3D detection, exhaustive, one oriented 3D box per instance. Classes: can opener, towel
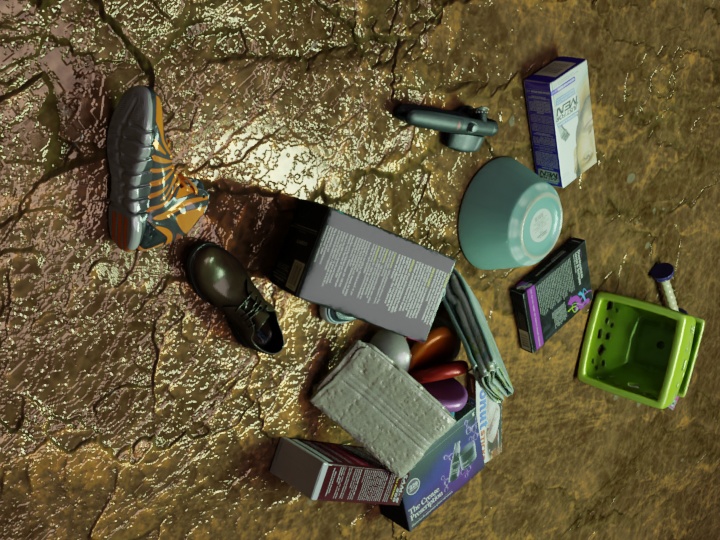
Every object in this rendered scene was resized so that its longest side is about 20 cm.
[{"bbox_3d":[0.139,-0.229,1.399,0.199,0.063,0.079,4,102,-44],"label":"can opener"},{"bbox_3d":[0.031,0.211,1.378,0.200,0.034,0.133,42,98,-4],"label":"towel"},{"bbox_3d":[0.186,0.106,1.469,0.048,0.201,0.171,-23,150,9],"label":"towel"}]

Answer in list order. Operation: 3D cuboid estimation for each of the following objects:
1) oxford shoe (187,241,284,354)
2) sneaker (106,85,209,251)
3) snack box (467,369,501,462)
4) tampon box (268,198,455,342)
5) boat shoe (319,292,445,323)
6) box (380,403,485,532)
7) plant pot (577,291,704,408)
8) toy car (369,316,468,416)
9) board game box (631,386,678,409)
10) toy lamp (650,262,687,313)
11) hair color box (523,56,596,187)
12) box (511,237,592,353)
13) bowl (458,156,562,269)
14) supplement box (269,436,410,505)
[{"bbox_3d":[-0.157,0.038,1.201,0.073,0.084,0.200,-49,130,-17],"label":"oxford shoe"},{"bbox_3d":[-0.240,-0.124,1.081,0.112,0.077,0.201,-13,123,-44],"label":"sneaker"},{"bbox_3d":[0.234,0.269,1.689,0.072,0.024,0.202,-21,118,-35],"label":"snack box"},{"bbox_3d":[0.000,0.000,1.245,0.199,0.150,0.127,22,90,-21],"label":"tampon box"},{"bbox_3d":[0.037,0.040,1.377,0.199,0.091,0.071,-19,117,-37],"label":"boat shoe"},{"bbox_3d":[0.119,0.332,1.568,0.199,0.079,0.142,-33,122,-31],"label":"box"},{"bbox_3d":[0.597,0.161,1.880,0.181,0.199,0.201,3,101,-50],"label":"plant pot"},{"bbox_3d":[0.108,0.175,1.449,0.174,0.149,0.202,-11,112,-41],"label":"toy car"},{"bbox_3d":[0.688,0.223,2.075,0.200,0.064,0.148,30,83,-44],"label":"board game box"},{"bbox_3d":[0.706,0.069,2.044,0.058,0.058,0.201,-45,129,-22],"label":"toy lamp"},{"bbox_3d":[0.357,-0.262,1.594,0.109,0.065,0.201,-35,127,-30],"label":"hair color box"},{"bbox_3d":[0.373,0.046,1.736,0.200,0.036,0.144,-35,126,-28],"label":"box"},{"bbox_3d":[0.272,-0.087,1.545,0.200,0.105,0.202,-16,114,-38],"label":"bowl"},{"bbox_3d":[-0.030,0.313,1.397,0.199,0.108,0.061,18,91,-44],"label":"supplement box"}]
